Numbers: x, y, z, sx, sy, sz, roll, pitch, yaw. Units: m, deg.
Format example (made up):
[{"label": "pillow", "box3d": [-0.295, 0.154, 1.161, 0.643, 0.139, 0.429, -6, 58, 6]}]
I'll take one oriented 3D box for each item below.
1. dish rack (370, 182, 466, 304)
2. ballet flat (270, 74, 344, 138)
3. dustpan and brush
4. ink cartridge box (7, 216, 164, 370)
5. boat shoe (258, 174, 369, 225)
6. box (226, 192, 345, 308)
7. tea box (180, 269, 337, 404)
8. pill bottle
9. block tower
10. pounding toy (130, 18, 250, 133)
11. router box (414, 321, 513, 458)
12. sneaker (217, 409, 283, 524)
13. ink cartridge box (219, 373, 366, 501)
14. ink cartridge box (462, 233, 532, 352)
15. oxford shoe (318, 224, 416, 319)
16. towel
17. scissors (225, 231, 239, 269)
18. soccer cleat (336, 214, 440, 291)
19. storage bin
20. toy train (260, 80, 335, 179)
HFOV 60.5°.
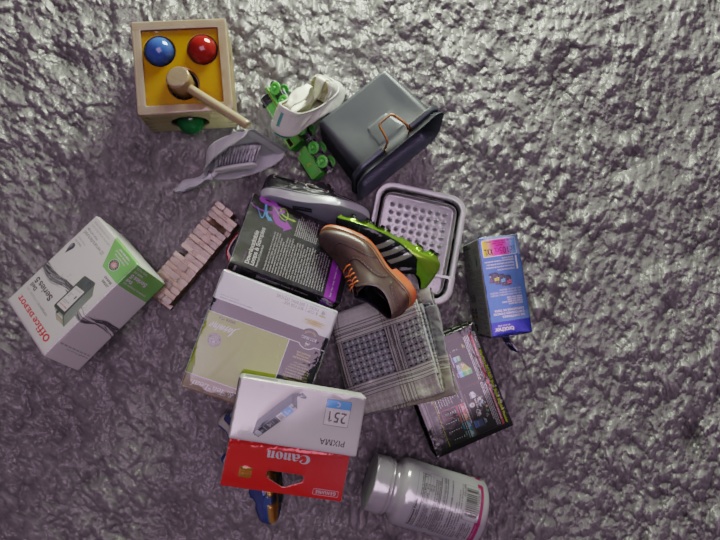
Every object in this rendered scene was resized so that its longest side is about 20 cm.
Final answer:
[{"label": "dish rack", "box3d": [0.094, -0.048, 1.122, 0.170, 0.044, 0.201, 12, 85, -5]}, {"label": "ballet flat", "box3d": [-0.081, -0.296, 1.060, 0.069, 0.069, 0.200, 42, 50, -2]}, {"label": "dustpan and brush", "box3d": [-0.241, -0.179, 1.069, 0.199, 0.139, 0.058, -9, 82, 18]}, {"label": "ink cartridge box", "box3d": [-0.446, 0.036, 1.008, 0.200, 0.084, 0.145, -46, 61, -7]}, {"label": "boat shoe", "box3d": [-0.079, -0.129, 1.101, 0.199, 0.070, 0.067, 10, 61, -2]}, {"label": "box", "box3d": [-0.114, -0.033, 1.058, 0.199, 0.036, 0.144, 23, 58, -16]}, {"label": "tea box", "box3d": [-0.166, 0.125, 1.032, 0.199, 0.134, 0.198, 21, 84, -8]}, {"label": "pill bottle", "box3d": [0.109, 0.389, 1.061, 0.199, 0.113, 0.114, 19, 85, -5]}, {"label": "block tower", "box3d": [-0.288, -0.025, 1.071, 0.054, 0.058, 0.200, 38, 84, -2]}, {"label": "pounding toy", "box3d": [-0.282, -0.315, 1.046, 0.183, 0.142, 0.202, -5, 87, -6]}, {"label": "router box", "box3d": [0.164, 0.209, 1.103, 0.149, 0.062, 0.201, -20, 89, -6]}, {"label": "sneaker", "box3d": [-0.190, 0.334, 1.060, 0.088, 0.075, 0.201, -13, 81, 4]}, {"label": "ink cartridge box", "box3d": [-0.104, 0.263, 0.951, 0.199, 0.045, 0.178, 11, 88, -10]}, {"label": "ink cartridge box", "box3d": [0.239, 0.045, 1.085, 0.076, 0.136, 0.202, -6, 87, -2]}, {"label": "oxford shoe", "box3d": [0.000, 0.000, 1.018, 0.200, 0.071, 0.072, 39, 45, 12]}, {"label": "towel", "box3d": [0.053, 0.138, 1.053, 0.199, 0.035, 0.194, -18, 72, 18]}, {"label": "scissors", "box3d": [-0.241, 0.014, 1.097, 0.073, 0.014, 0.200, 40, 84, -5]}, {"label": "soccer cleat", "box3d": [0.041, -0.031, 1.064, 0.199, 0.068, 0.081, 26, 97, -4]}, {"label": "storage bin", "box3d": [0.027, -0.249, 1.087, 0.200, 0.146, 0.134, -41, 81, -7]}, {"label": "toy train", "box3d": [-0.115, -0.249, 1.102, 0.056, 0.042, 0.201, -37, 81, 24]}]
